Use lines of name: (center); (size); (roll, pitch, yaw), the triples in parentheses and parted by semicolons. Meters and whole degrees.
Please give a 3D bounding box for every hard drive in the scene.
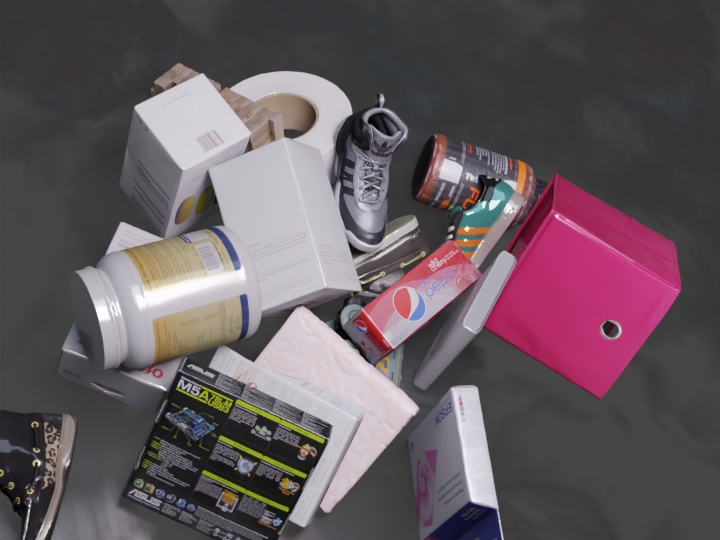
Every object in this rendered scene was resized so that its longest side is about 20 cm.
hard drive: (0.138, 0.070, 1.657); (0.027, 0.200, 0.132); (32, 58, 0)

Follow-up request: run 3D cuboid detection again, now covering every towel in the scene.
towel: (-0.057, 0.178, 1.569); (0.200, 0.191, 0.032); (40, 14, 6)

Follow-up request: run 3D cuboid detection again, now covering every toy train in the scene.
toy train: (0.004, 0.134, 1.655); (0.114, 0.085, 0.201); (20, 57, -22)

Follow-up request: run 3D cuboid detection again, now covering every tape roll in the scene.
tape roll: (-0.110, -0.192, 1.744); (0.202, 0.071, 0.203); (-1, 48, 1)

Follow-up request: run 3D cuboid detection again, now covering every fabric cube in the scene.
fabric cube: (0.299, 0.017, 1.701); (0.199, 0.197, 0.200); (32, 22, -1)

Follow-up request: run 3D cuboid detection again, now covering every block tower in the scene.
block tower: (-0.197, -0.216, 1.686); (0.200, 0.054, 0.058); (28, 55, 25)

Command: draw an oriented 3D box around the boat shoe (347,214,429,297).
boat shoe: (0.000, 0.000, 1.670); (0.201, 0.072, 0.061); (-30, 107, -6)

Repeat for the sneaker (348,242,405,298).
sneaker: (-0.020, -0.035, 1.727); (0.200, 0.085, 0.077); (32, 59, -1)

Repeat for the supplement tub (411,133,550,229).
supplement tub: (0.183, -0.125, 1.828); (0.199, 0.107, 0.107); (17, 60, -9)

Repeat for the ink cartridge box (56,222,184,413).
ink cartridge box: (-0.284, 0.061, 1.589); (0.144, 0.084, 0.201); (22, 59, -6)

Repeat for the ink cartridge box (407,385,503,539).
ink cartridge box: (0.114, 0.272, 1.548); (0.043, 0.196, 0.201); (2, 63, -16)

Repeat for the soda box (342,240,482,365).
soda box: (0.071, 0.040, 1.648); (0.070, 0.063, 0.200); (50, 53, 3)

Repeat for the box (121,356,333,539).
box: (-0.162, 0.229, 1.490); (0.199, 0.194, 0.048); (25, 18, -4)

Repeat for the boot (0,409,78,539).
boot: (-0.423, 0.246, 1.454); (0.150, 0.073, 0.201); (15, 56, -12)

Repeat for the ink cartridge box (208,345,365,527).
ink cartridge box: (-0.116, 0.203, 1.548); (0.200, 0.047, 0.161); (28, 103, 10)

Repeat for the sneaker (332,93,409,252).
sneaker: (0.014, -0.132, 1.615); (0.075, 0.114, 0.201); (5, 67, -22)

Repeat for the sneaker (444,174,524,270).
sneaker: (0.146, -0.046, 1.761); (0.080, 0.071, 0.200); (35, 90, -4)

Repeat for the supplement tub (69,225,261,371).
supplement tub: (-0.234, 0.036, 1.485); (0.199, 0.144, 0.145); (-15, 69, -25)

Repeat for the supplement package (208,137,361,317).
supplement package: (-0.096, -0.052, 1.582); (0.117, 0.117, 0.201); (6, 66, -66)

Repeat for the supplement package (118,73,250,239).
supplement package: (-0.237, -0.145, 1.643); (0.114, 0.200, 0.110); (-32, 76, -28)
